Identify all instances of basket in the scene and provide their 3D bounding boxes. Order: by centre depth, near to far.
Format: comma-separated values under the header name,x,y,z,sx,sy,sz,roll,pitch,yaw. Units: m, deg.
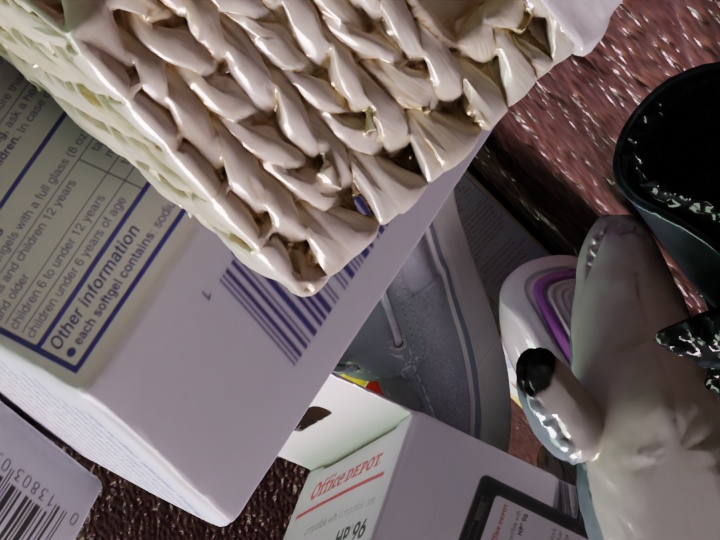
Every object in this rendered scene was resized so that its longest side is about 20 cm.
name,x,y,z,sx,sy,sz,roll,pitch,yaw
basket,-0.050,-0.104,0.728,0.200,0.123,0.136,37,172,44

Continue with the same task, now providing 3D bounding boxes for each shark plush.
name,x,y,z,sx,sy,sz,roll,pitch,yaw
shark plush,0.109,0.083,0.927,0.083,0.090,0.201,-131,21,-76

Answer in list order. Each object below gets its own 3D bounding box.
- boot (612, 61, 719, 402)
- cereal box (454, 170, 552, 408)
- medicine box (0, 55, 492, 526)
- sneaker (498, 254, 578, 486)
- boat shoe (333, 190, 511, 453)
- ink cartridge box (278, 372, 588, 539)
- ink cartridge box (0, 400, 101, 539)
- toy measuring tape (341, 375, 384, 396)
name,x,y,z,sx,sy,sz,roll,pitch,yaw
boot,0.145,0.048,0.673,0.200,0.076,0.168,48,180,23
cereal box,0.038,-0.009,1.178,0.200,0.040,0.144,44,172,-1
medicine box,-0.084,-0.049,0.875,0.199,0.183,0.103,24,164,34
sneaker,0.093,0.071,1.050,0.099,0.075,0.200,-7,138,35
boat shoe,0.000,0.000,1.021,0.070,0.071,0.202,32,142,58
ink cartridge box,0.040,0.115,1.031,0.199,0.068,0.116,26,157,-13
ink cartridge box,-0.197,0.025,0.896,0.199,0.047,0.160,15,158,48
toy measuring tape,0.043,0.067,1.139,0.200,0.074,0.074,53,170,-32
